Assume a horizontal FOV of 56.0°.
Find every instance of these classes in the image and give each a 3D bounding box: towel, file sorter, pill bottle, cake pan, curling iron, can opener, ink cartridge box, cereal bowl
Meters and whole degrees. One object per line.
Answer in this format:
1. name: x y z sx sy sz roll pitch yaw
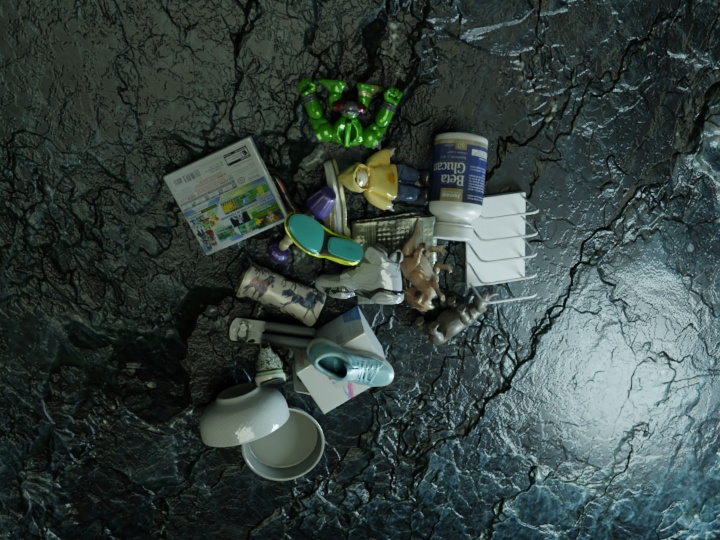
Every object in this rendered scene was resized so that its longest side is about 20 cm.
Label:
1. towel: 0.076 -0.026 1.477 0.187 0.035 0.205 -5 115 -3
2. file sorter: 0.304 -0.046 1.448 0.135 0.125 0.205 -7 114 -5
3. pill bottle: 0.194 -0.165 1.357 0.108 0.111 0.206 5 90 -10
4. cake pan: -0.183 0.404 1.604 0.194 0.037 0.206 -3 113 -8
5. curling iron: -0.141 -0.114 1.407 0.049 0.026 0.201 -30 114 14
6. can opener: -0.192 0.141 1.474 0.194 0.054 0.067 5 153 10
7. ink cartridge box: -0.054 0.202 1.492 0.197 0.129 0.127 -30 114 5
8. cereal bowl: -0.257 0.301 1.472 0.194 0.200 0.086 -13 98 -3

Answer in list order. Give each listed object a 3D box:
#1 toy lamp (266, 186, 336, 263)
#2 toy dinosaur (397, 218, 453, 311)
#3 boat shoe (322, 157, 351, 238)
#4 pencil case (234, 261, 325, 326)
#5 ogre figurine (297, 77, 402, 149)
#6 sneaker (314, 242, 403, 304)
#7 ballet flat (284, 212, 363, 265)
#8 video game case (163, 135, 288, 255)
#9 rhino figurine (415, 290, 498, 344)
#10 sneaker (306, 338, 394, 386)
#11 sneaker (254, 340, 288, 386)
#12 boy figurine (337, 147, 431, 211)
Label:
1. toy lamp: -0.117 -0.092 1.362 0.057 0.059 0.200 30 128 -18
2. toy dinosaur: 0.118 0.003 1.437 0.133 0.085 0.205 -14 101 40
3. boat shoe: -0.061 -0.126 1.387 0.066 0.075 0.206 -8 107 0
4. pencil case: -0.168 0.052 1.442 0.196 0.089 0.080 24 73 -18
5. ogre figurine: -0.025 -0.303 1.310 0.195 0.098 0.124 2 101 -22
6. sneaker: 0.000 0.000 1.424 0.194 0.075 0.118 8 101 15
7. ballet flat: -0.083 -0.054 1.328 0.197 0.066 0.069 23 72 -37
8. video game case: -0.267 -0.147 1.361 0.196 0.022 0.185 -22 114 9
9. rhino figurine: 0.225 0.100 1.527 0.197 0.060 0.088 -30 138 3
10. sneaker: -0.018 0.206 1.384 0.195 0.082 0.075 18 109 -15
11. sneaker: -0.193 0.195 1.448 0.075 0.200 0.091 -6 85 -10
12. boy figurine: 0.048 -0.186 1.356 0.195 0.064 0.128 6 92 -31
